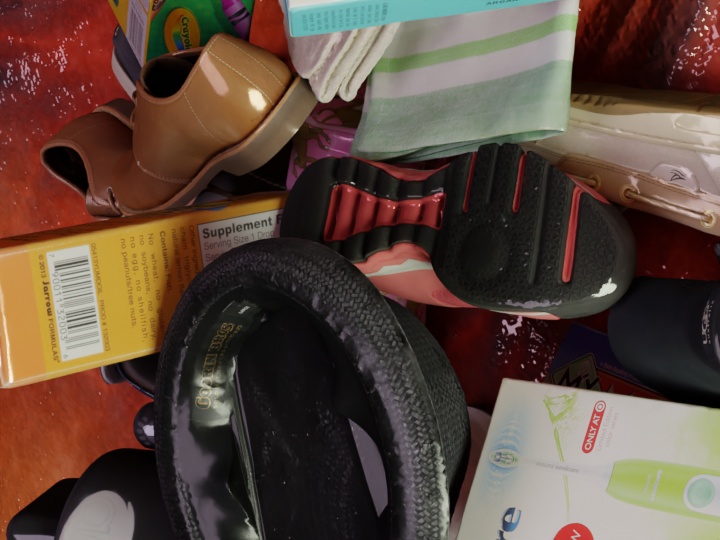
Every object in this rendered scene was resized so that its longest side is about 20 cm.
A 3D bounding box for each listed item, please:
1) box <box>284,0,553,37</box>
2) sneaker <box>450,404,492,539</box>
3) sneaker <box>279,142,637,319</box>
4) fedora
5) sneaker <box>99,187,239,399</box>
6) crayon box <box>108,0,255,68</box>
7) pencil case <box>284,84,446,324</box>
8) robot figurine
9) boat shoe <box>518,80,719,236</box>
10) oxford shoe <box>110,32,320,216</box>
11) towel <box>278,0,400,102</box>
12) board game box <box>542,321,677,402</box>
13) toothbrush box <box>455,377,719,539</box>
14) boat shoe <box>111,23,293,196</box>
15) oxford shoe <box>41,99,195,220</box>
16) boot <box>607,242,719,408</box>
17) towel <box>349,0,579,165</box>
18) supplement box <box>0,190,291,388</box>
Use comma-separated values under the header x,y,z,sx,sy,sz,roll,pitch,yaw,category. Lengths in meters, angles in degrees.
x,y,z,sx,sy,sz,roll,pitch,yaw,category
0.062,-0.156,0.762,0.049,0.199,0.083,96,166,-84,box
0.054,0.177,0.979,0.074,0.087,0.201,-14,95,44,sneaker
0.057,-0.016,0.849,0.200,0.087,0.074,10,84,43,sneaker
-0.007,0.081,0.823,0.200,0.091,0.201,10,105,42,fedora
-0.081,0.055,1.025,0.070,0.109,0.200,18,148,27,sneaker
-0.109,-0.205,1.002,0.200,0.058,0.119,-120,35,-51,crayon box
0.000,0.000,0.979,0.083,0.086,0.201,15,116,24,pencil case
-0.084,0.159,0.960,0.199,0.125,0.150,4,145,18,robot figurine
0.109,-0.050,0.842,0.200,0.074,0.069,13,107,46,boat shoe
-0.092,-0.079,0.948,0.071,0.071,0.200,39,151,-14,oxford shoe
-0.004,-0.189,0.889,0.133,0.034,0.200,-53,38,39,towel
0.149,0.116,0.833,0.200,0.029,0.135,22,84,44,board game box
0.138,0.135,0.752,0.200,0.086,0.146,6,73,44,toothbrush box
-0.083,-0.101,1.053,0.200,0.073,0.063,46,137,35,boat shoe
-0.124,-0.041,1.107,0.200,0.071,0.072,28,133,41,oxford shoe
0.213,0.029,0.735,0.168,0.199,0.077,169,106,-84,boot
0.050,-0.153,0.850,0.152,0.023,0.201,-7,74,54,towel
-0.107,0.005,0.879,0.066,0.200,0.069,1,98,48,supplement box
